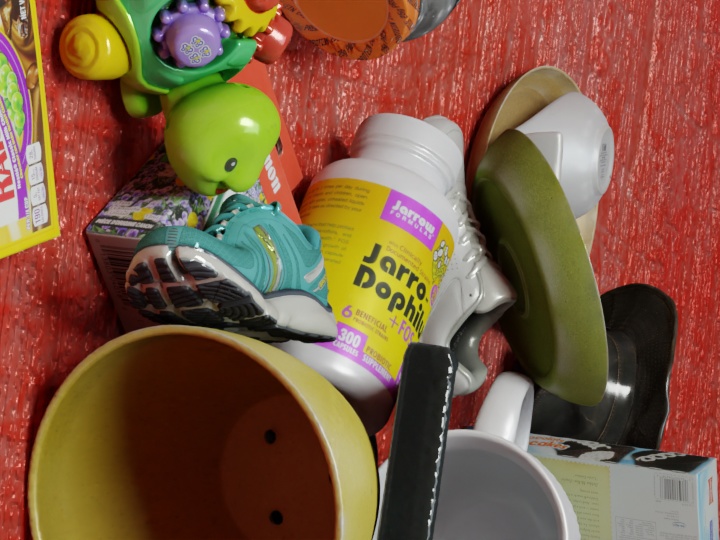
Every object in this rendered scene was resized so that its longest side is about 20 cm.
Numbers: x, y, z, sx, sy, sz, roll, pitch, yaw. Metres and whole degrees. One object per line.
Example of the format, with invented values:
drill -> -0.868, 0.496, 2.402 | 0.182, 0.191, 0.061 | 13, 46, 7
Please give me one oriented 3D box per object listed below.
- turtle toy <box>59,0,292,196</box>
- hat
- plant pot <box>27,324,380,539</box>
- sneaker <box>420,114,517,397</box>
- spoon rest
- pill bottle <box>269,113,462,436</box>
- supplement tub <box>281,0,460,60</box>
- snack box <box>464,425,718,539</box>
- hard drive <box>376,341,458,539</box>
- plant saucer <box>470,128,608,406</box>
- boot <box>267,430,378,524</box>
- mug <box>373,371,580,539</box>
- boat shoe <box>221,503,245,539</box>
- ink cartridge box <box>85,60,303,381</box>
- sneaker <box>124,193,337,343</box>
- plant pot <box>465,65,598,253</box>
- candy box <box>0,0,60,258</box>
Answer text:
turtle toy -> -0.092, -0.142, 1.379 | 0.146, 0.101, 0.200 | -12, 103, -58
hat -> 0.156, 0.088, 1.816 | 0.081, 0.201, 0.201 | 19, 75, -20
plant pot -> -0.066, 0.126, 1.377 | 0.142, 0.200, 0.200 | -7, 100, -62
sneaker -> 0.066, -0.006, 1.670 | 0.078, 0.099, 0.200 | -3, 97, -59
spoon rest -> 0.143, -0.085, 1.794 | 0.200, 0.061, 0.099 | -5, 101, -72
pill bottle -> 0.000, 0.000, 1.556 | 0.104, 0.104, 0.200 | 53, 50, -48
supplement tub -> 0.031, -0.228, 1.556 | 0.200, 0.122, 0.123 | -54, 137, -41
snack box -> 0.162, 0.183, 1.761 | 0.037, 0.200, 0.116 | -29, 120, -54
hard drive -> 0.031, 0.126, 1.438 | 0.200, 0.033, 0.140 | 89, 9, -80
plant saucer -> 0.117, 0.002, 1.670 | 0.031, 0.200, 0.200 | -17, 116, -11
boot -> -0.031, 0.185, 1.587 | 0.138, 0.077, 0.200 | 95, -1, -57
mug -> 0.087, 0.168, 1.678 | 0.175, 0.148, 0.200 | 45, 58, -75
boat shoe -> -0.097, 0.240, 1.462 | 0.060, 0.072, 0.202 | 40, 57, -49
ink cartridge box -> -0.079, -0.038, 1.468 | 0.200, 0.050, 0.109 | -52, 136, -40
sneaker -> -0.074, -0.005, 1.379 | 0.200, 0.077, 0.080 | 19, 70, -68
plant pot -> 0.127, -0.055, 1.837 | 0.200, 0.027, 0.200 | -12, 105, -57
candy box -> -0.206, -0.102, 1.271 | 0.102, 0.026, 0.200 | -25, 116, -52
